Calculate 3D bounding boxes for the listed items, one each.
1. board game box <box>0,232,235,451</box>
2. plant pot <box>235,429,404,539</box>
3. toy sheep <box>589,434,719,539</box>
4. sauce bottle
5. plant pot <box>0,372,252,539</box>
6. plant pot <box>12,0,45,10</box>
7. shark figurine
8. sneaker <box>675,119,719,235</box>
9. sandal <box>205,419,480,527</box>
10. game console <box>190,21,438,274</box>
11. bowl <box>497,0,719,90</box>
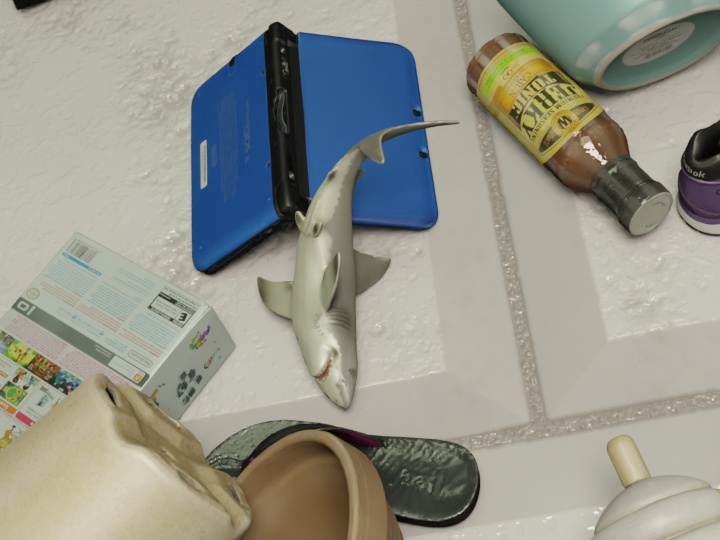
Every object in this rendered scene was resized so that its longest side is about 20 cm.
[{"bbox_3d":[-0.215,0.087,0.880,0.148,0.064,0.200,26,67,29],"label":"board game box"},{"bbox_3d":[-0.031,0.205,0.708,0.201,0.093,0.201,-42,30,32],"label":"plant pot"},{"bbox_3d":[0.193,0.182,0.661,0.138,0.138,0.200,-23,59,1],"label":"toy sheep"},{"bbox_3d":[0.159,-0.105,0.895,0.065,0.065,0.200,-35,55,-7],"label":"sauce bottle"},{"bbox_3d":[-0.172,0.172,0.707,0.183,0.200,0.200,-47,57,-1],"label":"plant pot"},{"bbox_3d":[-0.281,-0.406,1.148,0.177,0.200,0.200,-11,55,-4],"label":"plant pot"},{"bbox_3d":[-0.003,-0.022,0.865,0.128,0.089,0.215,33,115,50],"label":"shark figurine"},{"bbox_3d":[0.316,-0.106,0.836,0.200,0.088,0.076,-34,55,-8],"label":"sneaker"},{"bbox_3d":[-0.019,0.132,0.802,0.200,0.048,0.075,-2,58,14],"label":"sandal"},{"bbox_3d":[-0.045,-0.095,0.976,0.171,0.118,0.200,-32,48,33],"label":"game console"},{"bbox_3d":[0.212,-0.210,0.889,0.201,0.201,0.105,-22,75,1],"label":"bowl"}]
